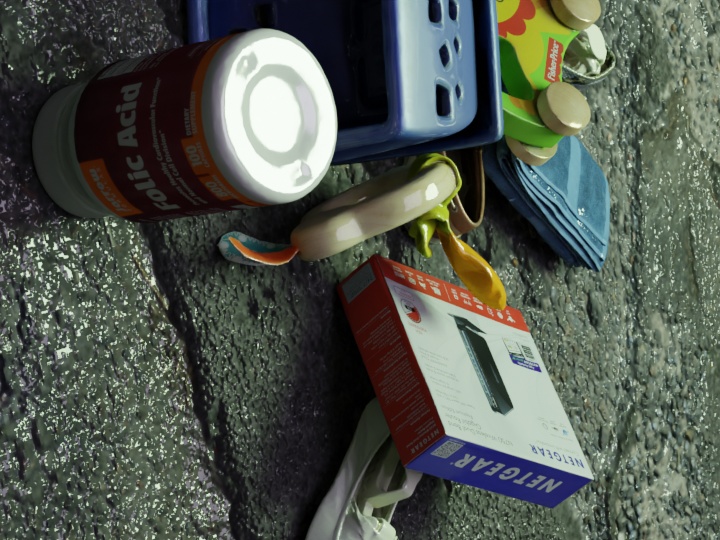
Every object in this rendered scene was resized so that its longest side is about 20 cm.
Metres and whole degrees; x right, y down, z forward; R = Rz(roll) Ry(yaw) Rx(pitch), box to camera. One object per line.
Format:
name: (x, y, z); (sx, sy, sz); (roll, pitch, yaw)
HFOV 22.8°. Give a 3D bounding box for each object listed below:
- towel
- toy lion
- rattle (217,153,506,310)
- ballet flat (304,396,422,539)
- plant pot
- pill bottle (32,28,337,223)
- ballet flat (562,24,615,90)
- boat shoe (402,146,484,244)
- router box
towel: (0.172, -0.092, 1.622); (0.200, 0.048, 0.112); (42, 45, -43)
toy lion: (0.105, -0.211, 1.509); (0.191, 0.069, 0.200); (26, 50, -19)
rattle: (0.000, 0.000, 1.382); (0.200, 0.130, 0.143); (-33, 120, -35)
ballet flat: (0.008, 0.186, 1.419); (0.069, 0.069, 0.200); (45, 56, -36)
plant pot: (-0.001, -0.177, 1.355); (0.180, 0.200, 0.201); (1, 84, -53)
pill bottle: (-0.123, -0.092, 1.202); (0.114, 0.200, 0.115); (7, 80, -47)
ballet flat: (0.170, -0.229, 1.640); (0.200, 0.072, 0.072); (31, 64, -42)
boat shoe: (0.076, -0.124, 1.521); (0.076, 0.072, 0.201); (-4, 89, -48)
router box: (0.087, 0.093, 1.464); (0.200, 0.049, 0.180); (21, 38, -45)
